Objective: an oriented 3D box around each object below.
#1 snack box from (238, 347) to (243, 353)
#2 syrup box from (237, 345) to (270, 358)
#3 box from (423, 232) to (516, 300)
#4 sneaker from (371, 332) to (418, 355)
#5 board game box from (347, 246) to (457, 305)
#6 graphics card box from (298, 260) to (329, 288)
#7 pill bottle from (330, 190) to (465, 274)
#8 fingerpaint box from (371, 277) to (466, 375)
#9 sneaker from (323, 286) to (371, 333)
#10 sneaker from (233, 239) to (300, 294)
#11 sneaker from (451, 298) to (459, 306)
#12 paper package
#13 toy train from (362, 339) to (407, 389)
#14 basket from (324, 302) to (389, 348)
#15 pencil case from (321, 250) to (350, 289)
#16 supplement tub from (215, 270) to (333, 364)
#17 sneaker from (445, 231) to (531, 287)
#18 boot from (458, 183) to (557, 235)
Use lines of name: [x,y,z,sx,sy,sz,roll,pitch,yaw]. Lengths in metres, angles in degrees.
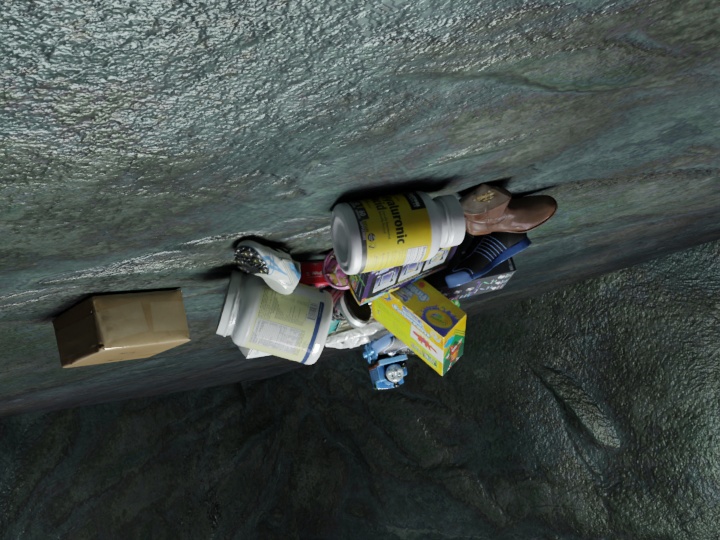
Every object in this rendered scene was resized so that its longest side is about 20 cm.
snack box: [-0.182,0.112,1.880,0.200,0.037,0.116,-45,-173,-32]
syrup box: [-0.165,0.120,1.739,0.198,0.082,0.079,-3,135,-44]
box: [0.203,-0.015,1.709,0.197,0.124,0.106,-13,161,-12]
sneaker: [0.125,0.154,1.781,0.197,0.079,0.070,-20,168,-10]
board game box: [0.081,-0.026,1.512,0.197,0.057,0.166,-23,159,-18]
graphics card box: [-0.153,0.032,1.718,0.124,0.052,0.199,-4,167,-45]
pill bottle: [0.060,-0.064,1.300,0.197,0.113,0.111,-11,170,-19]
fingerpaint box: [0.114,0.089,1.641,0.073,0.199,0.168,-42,153,-20]
sneaker: [-0.050,0.089,1.698,0.083,0.201,0.121,30,106,-23]
sneaker: [-0.159,-0.018,1.432,0.071,0.074,0.200,13,166,21]
sneaker: [0.178,0.013,1.815,0.083,0.201,0.074,-30,127,4]
paper package: [-0.457,0.112,1.582,0.198,0.105,0.189,-5,168,-46]
toy train: [0.063,0.216,1.918,0.085,0.116,0.200,-13,171,-10]
basket: [0.018,0.076,1.875,0.197,0.164,0.198,-16,170,15]
pencil case: [0.000,0.000,1.670,0.086,0.084,0.199,25,-174,23]
supplement tub: [-0.163,0.085,1.566,0.197,0.147,0.145,16,163,-10]
sneaker: [0.236,-0.041,1.595,0.198,0.079,0.070,-30,-178,-20]
boot: [0.264,-0.117,1.463,0.183,0.065,0.200,-17,165,7]
